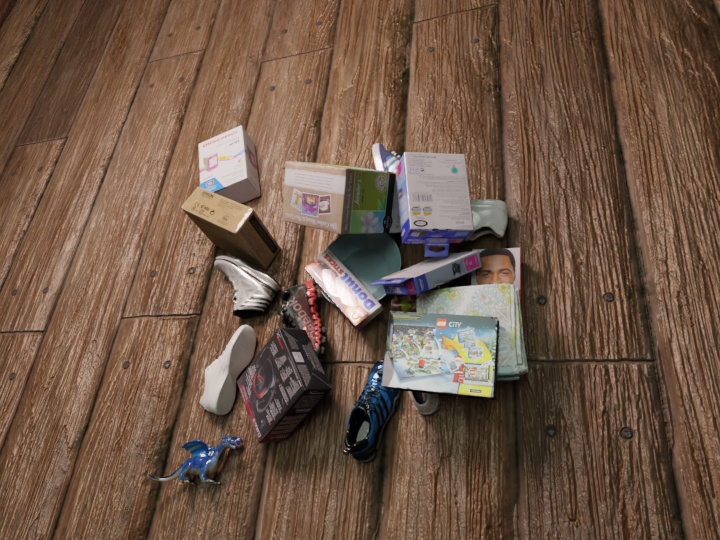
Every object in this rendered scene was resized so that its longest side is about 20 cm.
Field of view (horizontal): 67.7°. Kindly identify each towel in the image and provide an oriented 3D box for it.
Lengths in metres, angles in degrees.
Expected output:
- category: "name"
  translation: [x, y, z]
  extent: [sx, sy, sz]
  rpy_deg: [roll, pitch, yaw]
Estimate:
- category: "towel"
  translation: [0.202, 0.115, 0.992]
  extent: [0.197, 0.048, 0.174]
  rpy_deg: [-5, 68, 17]

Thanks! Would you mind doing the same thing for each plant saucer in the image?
- category: "plant saucer"
  translation: [0.000, 0.000, 1.210]
  extent: [0.198, 0.039, 0.204]
  rpy_deg: [-9, 59, 15]

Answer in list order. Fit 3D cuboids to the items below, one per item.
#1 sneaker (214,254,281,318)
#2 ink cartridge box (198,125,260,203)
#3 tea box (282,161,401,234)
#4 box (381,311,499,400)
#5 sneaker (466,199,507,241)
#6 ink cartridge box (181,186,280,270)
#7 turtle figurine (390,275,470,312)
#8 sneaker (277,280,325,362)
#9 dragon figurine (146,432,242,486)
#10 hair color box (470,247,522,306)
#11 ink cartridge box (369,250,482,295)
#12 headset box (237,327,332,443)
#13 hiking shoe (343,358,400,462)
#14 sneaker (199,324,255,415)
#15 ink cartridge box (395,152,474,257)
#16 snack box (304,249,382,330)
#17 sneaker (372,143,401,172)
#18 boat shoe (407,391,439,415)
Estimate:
- category: "sneaker"
  translation: [-0.295, 0.041, 1.276]
  extent: [0.198, 0.076, 0.116]
  rpy_deg: [23, 71, 27]
- category: "ink cartridge box"
  translation: [-0.362, -0.279, 1.471]
  extent: [0.142, 0.085, 0.202]
  rpy_deg: [-20, 56, 10]
- category: "tea box"
  translation: [-0.035, -0.160, 1.172]
  extent: [0.198, 0.195, 0.136]
  rpy_deg: [16, 106, 42]
- category: "box"
  translation: [0.142, 0.148, 0.952]
  extent: [0.197, 0.038, 0.139]
  rpy_deg: [2, 71, 20]
- category: "sneaker"
  translation: [0.215, -0.104, 1.158]
  extent: [0.197, 0.075, 0.090]
  rpy_deg: [1, 66, 19]
- category: "ink cartridge box"
  translation: [-0.313, -0.103, 1.308]
  extent: [0.198, 0.165, 0.076]
  rpy_deg: [23, 70, 29]
- category: "turtle figurine"
  translation: [0.143, 0.070, 1.083]
  extent: [0.158, 0.065, 0.202]
  rpy_deg: [1, 53, 15]
- category: "sneaker"
  translation: [-0.128, 0.114, 1.163]
  extent: [0.096, 0.071, 0.203]
  rpy_deg: [-3, 56, -14]
- category: "dragon figurine"
  translation: [-0.336, 0.389, 1.112]
  extent: [0.197, 0.059, 0.101]
  rpy_deg: [-9, 60, 15]
- category: "hair color box"
  translation: [0.269, 0.058, 1.064]
  extent: [0.100, 0.061, 0.203]
  rpy_deg: [-2, 62, 19]
- category: "ink cartridge box"
  translation: [0.127, 0.009, 1.054]
  extent: [0.198, 0.043, 0.119]
  rpy_deg: [-18, 7, -29]
- category: "headset box"
  translation: [-0.163, 0.237, 1.082]
  extent: [0.201, 0.074, 0.150]
  rpy_deg: [-51, 51, 26]
- category: "hiking shoe"
  translation: [0.025, 0.262, 1.029]
  extent: [0.073, 0.087, 0.203]
  rpy_deg: [6, 65, 23]
- category: "sneaker"
  translation: [-0.304, 0.212, 1.195]
  extent: [0.087, 0.075, 0.203]
  rpy_deg: [5, 65, 36]
- category: "ink cartridge box"
  translation: [0.148, -0.130, 1.082]
  extent: [0.134, 0.076, 0.203]
  rpy_deg: [0, 71, -9]
- category: "snack box"
  translation: [-0.039, 0.038, 1.161]
  extent: [0.072, 0.024, 0.200]
  rpy_deg: [-37, 57, -11]
- category: "sneaker"
  translation: [0.112, -0.237, 1.280]
  extent: [0.144, 0.081, 0.202]
  rpy_deg: [-14, 55, 3]
- category: "boat shoe"
  translation: [0.107, 0.180, 1.055]
  extent: [0.071, 0.066, 0.203]
  rpy_deg: [-14, 58, 13]
